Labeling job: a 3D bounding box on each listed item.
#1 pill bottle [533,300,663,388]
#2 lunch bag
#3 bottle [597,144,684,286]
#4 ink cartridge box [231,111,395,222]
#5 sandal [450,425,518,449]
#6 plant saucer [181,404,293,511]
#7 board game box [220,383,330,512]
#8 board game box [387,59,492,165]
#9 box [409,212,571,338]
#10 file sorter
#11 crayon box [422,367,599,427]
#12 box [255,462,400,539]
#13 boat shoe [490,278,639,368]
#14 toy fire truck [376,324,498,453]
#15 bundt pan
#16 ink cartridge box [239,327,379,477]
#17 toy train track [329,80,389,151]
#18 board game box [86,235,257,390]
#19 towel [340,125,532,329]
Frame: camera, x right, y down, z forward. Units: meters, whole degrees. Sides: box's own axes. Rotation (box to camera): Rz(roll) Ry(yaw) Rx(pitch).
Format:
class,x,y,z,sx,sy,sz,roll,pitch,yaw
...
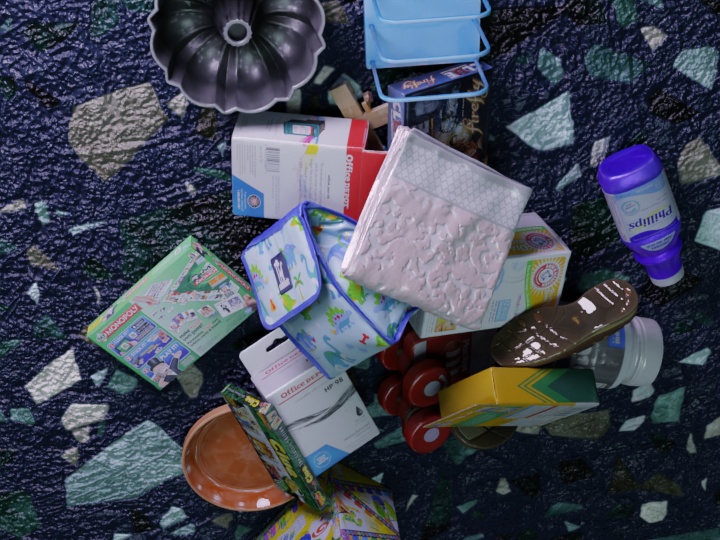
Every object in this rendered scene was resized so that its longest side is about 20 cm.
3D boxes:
class,x,y,z,sx,sy,sz,roll,pitch,yaw
pill bottle,0.304,0.102,1.668,0.199,0.114,0.114,7,122,-12
lunch bag,-0.042,0.018,1.498,0.200,0.128,0.170,48,143,-7
bottle,0.377,-0.067,1.595,0.083,0.065,0.201,-23,123,7
ink cartridge box,-0.053,-0.122,1.476,0.199,0.067,0.117,6,129,2
sandal,0.184,0.188,1.683,0.082,0.200,0.055,46,133,1
plant saucer,-0.160,0.267,1.767,0.199,0.032,0.201,-3,123,-4
board game box,-0.117,0.247,1.686,0.023,0.104,0.201,-45,127,-27
board game box,0.096,-0.147,1.491,0.135,0.035,0.201,-21,129,-28
box,0.155,0.004,1.566,0.199,0.101,0.113,-6,125,-21
file sorter,0.078,-0.305,1.368,0.138,0.123,0.201,-5,123,-5
crayon box,0.192,0.165,1.576,0.199,0.052,0.126,3,160,-31
box,-0.048,0.428,1.790,0.122,0.193,0.200,31,115,-24
boat shoe,0.265,0.081,1.559,0.199,0.072,0.068,-23,147,1
toy fire truck,0.118,0.151,1.690,0.167,0.112,0.201,-16,127,-19
bundt pan,-0.140,-0.283,1.381,0.200,0.076,0.203,-3,123,-5
ink cartridge box,-0.070,0.172,1.673,0.115,0.067,0.201,-33,121,-8
toy train track,0.020,-0.155,1.507,0.114,0.033,0.200,-19,124,21
board game box,-0.248,0.060,1.621,0.200,0.029,0.135,-39,119,18
towel,0.094,-0.047,1.438,0.199,0.032,0.192,23,89,-26
